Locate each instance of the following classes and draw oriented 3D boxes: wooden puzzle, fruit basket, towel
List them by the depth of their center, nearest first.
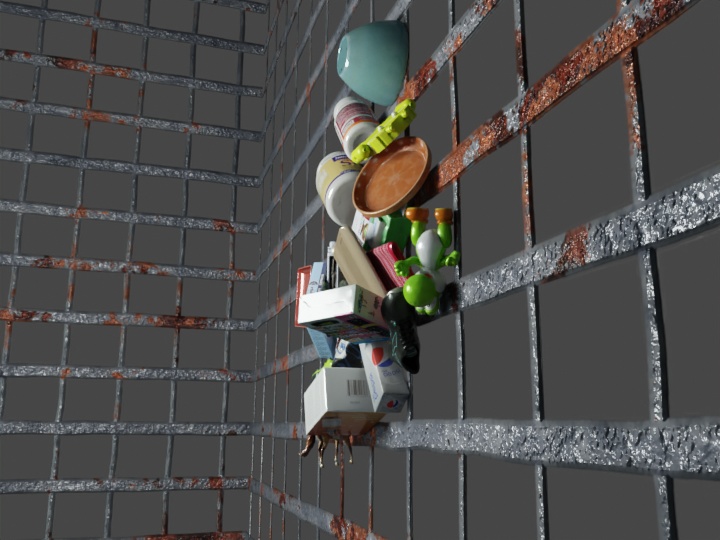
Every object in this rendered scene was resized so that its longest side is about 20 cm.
[{"bbox_3d":[0.069,0.015,1.487,0.146,0.022,0.200,60,162,-3],"label":"towel"},{"bbox_3d":[0.000,0.000,1.592,0.186,0.037,0.200,61,166,6],"label":"wooden puzzle"},{"bbox_3d":[0.034,-0.121,1.593,0.200,0.093,0.187,49,135,42],"label":"fruit basket"}]

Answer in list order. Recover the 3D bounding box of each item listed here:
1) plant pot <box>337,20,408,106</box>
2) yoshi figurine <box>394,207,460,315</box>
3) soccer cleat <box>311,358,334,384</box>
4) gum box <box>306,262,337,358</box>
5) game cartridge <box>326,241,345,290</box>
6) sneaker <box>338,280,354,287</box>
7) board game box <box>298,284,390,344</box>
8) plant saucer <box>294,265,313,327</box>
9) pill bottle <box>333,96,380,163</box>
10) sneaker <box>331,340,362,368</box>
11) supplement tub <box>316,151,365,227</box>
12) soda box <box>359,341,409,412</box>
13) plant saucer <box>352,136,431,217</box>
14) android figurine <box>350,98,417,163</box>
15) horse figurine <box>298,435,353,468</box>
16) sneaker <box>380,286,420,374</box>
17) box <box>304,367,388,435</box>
[{"bbox_3d":[0.019,-0.509,1.705,0.200,0.133,0.203,-176,90,-73],"label":"plant pot"},{"bbox_3d":[0.122,-0.016,1.310,0.112,0.111,0.203,-170,82,-66],"label":"yoshi figurine"},{"bbox_3d":[-0.090,0.310,1.990,0.200,0.067,0.082,125,133,-58],"label":"soccer cleat"},{"bbox_3d":[-0.097,0.108,1.874,0.201,0.044,0.171,74,-158,-50],"label":"gum box"},{"bbox_3d":[-0.054,0.025,1.875,0.133,0.041,0.203,-1,-88,-71],"label":"game cartridge"},{"bbox_3d":[-0.009,0.037,1.762,0.115,0.075,0.201,-104,25,-45],"label":"sneaker"},{"bbox_3d":[-0.012,0.097,1.473,0.146,0.199,0.065,-11,67,35],"label":"board game box"},{"bbox_3d":[-0.178,0.090,2.363,0.199,0.036,0.203,169,105,-72],"label":"plant saucer"},{"bbox_3d":[-0.007,-0.362,1.794,0.201,0.108,0.111,-110,29,-52],"label":"pill bottle"},{"bbox_3d":[-0.019,0.199,1.789,0.200,0.075,0.078,125,159,-49],"label":"sneaker"},{"bbox_3d":[-0.035,-0.211,1.789,0.200,0.144,0.147,-117,35,-58],"label":"supplement tub"},{"bbox_3d":[0.049,0.212,1.555,0.201,0.063,0.069,-104,26,-45],"label":"soda box"},{"bbox_3d":[0.068,-0.195,1.491,0.199,0.032,0.202,-27,42,27],"label":"plant saucer"},{"bbox_3d":[0.055,-0.307,1.555,0.182,0.041,0.200,-46,10,-11],"label":"android figurine"},{"bbox_3d":[-0.074,0.424,1.774,0.049,0.199,0.134,-10,76,35],"label":"horse figurine"},{"bbox_3d":[0.092,0.121,1.408,0.079,0.075,0.202,-128,22,-49],"label":"sneaker"},{"bbox_3d":[-0.038,0.313,1.666,0.200,0.150,0.107,122,148,-57],"label":"box"}]
